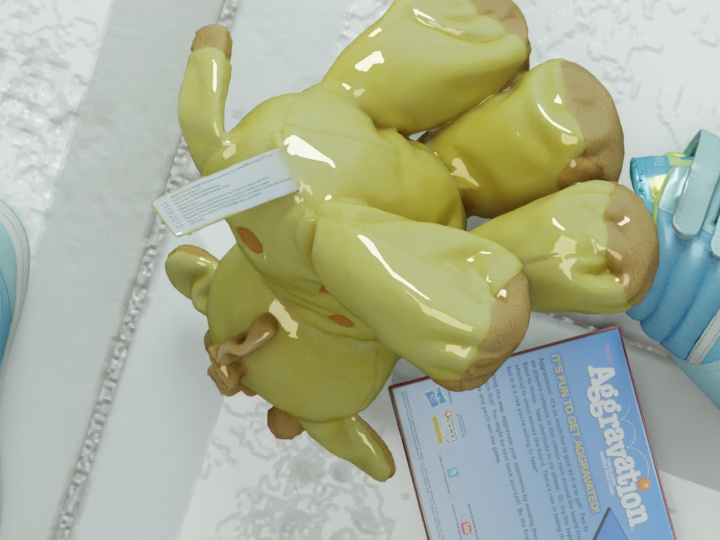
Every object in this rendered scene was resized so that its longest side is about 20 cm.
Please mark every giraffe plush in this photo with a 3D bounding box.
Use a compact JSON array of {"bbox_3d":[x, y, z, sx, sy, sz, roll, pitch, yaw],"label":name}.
[{"bbox_3d":[0.000,0.000,1.035,0.198,0.163,0.174,-8,60,-19],"label":"giraffe plush"}]

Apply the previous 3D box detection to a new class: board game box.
[{"bbox_3d":[0.086,0.133,1.091,0.102,0.019,0.202,-15,86,3],"label":"board game box"}]

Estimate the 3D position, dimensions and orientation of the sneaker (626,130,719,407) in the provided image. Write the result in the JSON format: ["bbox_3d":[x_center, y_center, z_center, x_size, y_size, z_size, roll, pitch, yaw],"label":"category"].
[{"bbox_3d":[0.185,-0.034,1.043,0.130,0.080,0.200,39,98,-2],"label":"sneaker"}]

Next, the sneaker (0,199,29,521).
[{"bbox_3d":[-0.191,0.069,1.070,0.079,0.131,0.202,7,98,3],"label":"sneaker"}]
